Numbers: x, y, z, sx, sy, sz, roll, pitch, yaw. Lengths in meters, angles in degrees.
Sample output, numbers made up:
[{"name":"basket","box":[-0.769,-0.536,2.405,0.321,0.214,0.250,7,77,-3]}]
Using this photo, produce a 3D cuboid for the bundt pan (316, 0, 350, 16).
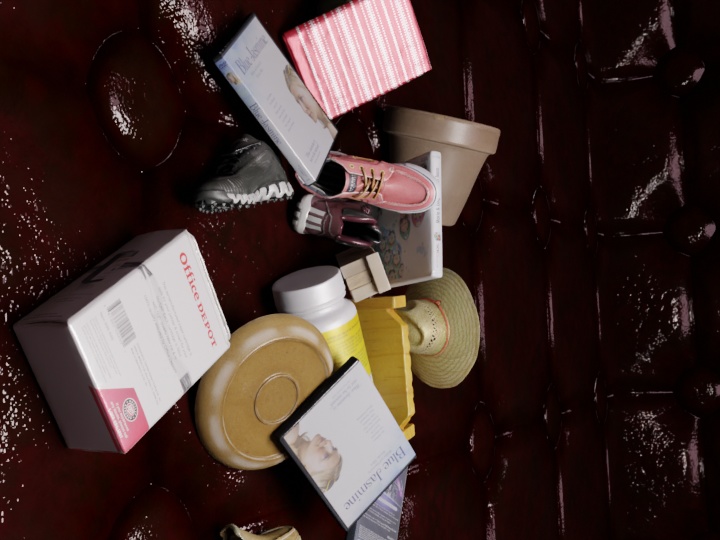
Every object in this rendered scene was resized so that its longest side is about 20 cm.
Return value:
[{"name":"bundt pan","box":[-0.003,-0.386,1.416,0.201,0.075,0.205,14,74,-60]}]

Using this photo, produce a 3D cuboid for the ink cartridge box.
[{"name":"ink cartridge box","box":[-0.232,0.066,0.923,0.200,0.084,0.147,-46,126,-52]}]

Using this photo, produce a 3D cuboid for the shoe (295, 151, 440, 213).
[{"name":"shoe","box":[0.009,-0.121,1.276,0.091,0.198,0.072,-32,135,-65]}]

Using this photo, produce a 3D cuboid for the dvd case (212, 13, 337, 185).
[{"name":"dvd case","box":[-0.104,-0.224,1.179,0.201,0.017,0.143,52,30,-23]}]

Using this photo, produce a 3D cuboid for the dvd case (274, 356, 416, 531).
[{"name":"dvd case","box":[-0.014,0.227,1.172,0.143,0.017,0.201,-43,127,-20]}]

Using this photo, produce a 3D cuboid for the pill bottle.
[{"name":"pill bottle","box":[-0.050,0.105,1.221,0.114,0.113,0.203,-39,120,-57]}]

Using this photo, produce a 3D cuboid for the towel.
[{"name":"towel","box":[-0.005,-0.316,1.319,0.146,0.198,0.023,67,-8,-28]}]

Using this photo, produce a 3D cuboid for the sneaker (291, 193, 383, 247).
[{"name":"sneaker","box":[-0.002,-0.063,1.318,0.199,0.114,0.077,-10,117,-57]}]

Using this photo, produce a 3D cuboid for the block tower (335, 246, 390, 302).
[{"name":"block tower","box":[0.000,0.000,1.291,0.200,0.057,0.055,-136,-156,-83]}]

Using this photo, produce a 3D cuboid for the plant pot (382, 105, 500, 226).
[{"name":"plant pot","box":[0.120,-0.172,1.531,0.199,0.198,0.177,-1,106,-61]}]

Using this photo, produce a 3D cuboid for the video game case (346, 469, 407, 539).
[{"name":"video game case","box":[0.030,0.360,1.433,0.143,0.019,0.202,46,46,-50]}]

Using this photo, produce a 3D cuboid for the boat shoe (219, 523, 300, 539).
[{"name":"boat shoe","box":[-0.140,0.336,1.077,0.199,0.071,0.077,-17,89,-61]}]

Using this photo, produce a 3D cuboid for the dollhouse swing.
[{"name":"dollhouse swing","box":[0.047,0.140,1.360,0.175,0.180,0.203,-2,87,-50]}]

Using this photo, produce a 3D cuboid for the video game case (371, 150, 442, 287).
[{"name":"video game case","box":[0.059,-0.069,1.379,0.023,0.199,0.185,5,80,-30]}]

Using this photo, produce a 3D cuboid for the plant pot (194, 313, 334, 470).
[{"name":"plant pot","box":[-0.107,0.153,1.103,0.198,0.027,0.203,-14,113,-34]}]

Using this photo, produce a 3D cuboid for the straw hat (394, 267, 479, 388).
[{"name":"straw hat","box":[0.094,0.090,1.448,0.084,0.200,0.204,4,82,-38]}]

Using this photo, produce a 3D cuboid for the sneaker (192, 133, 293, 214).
[{"name":"sneaker","box":[-0.151,-0.122,1.124,0.200,0.066,0.092,-22,102,-64]}]
